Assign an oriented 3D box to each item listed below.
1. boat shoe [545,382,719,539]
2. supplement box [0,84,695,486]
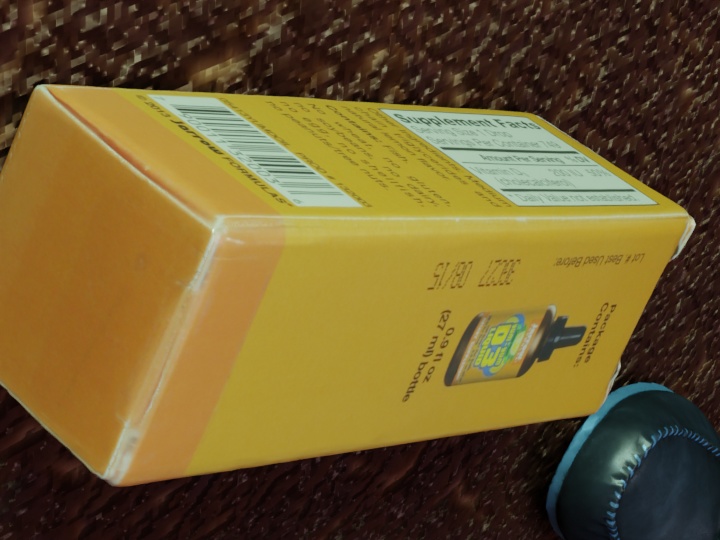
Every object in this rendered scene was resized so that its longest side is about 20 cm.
[{"bbox_3d":[0.133,0.096,0.760,0.084,0.069,0.200,-55,148,2],"label":"boat shoe"},{"bbox_3d":[0.000,0.000,0.498,0.200,0.069,0.067,0,121,-51],"label":"supplement box"}]
